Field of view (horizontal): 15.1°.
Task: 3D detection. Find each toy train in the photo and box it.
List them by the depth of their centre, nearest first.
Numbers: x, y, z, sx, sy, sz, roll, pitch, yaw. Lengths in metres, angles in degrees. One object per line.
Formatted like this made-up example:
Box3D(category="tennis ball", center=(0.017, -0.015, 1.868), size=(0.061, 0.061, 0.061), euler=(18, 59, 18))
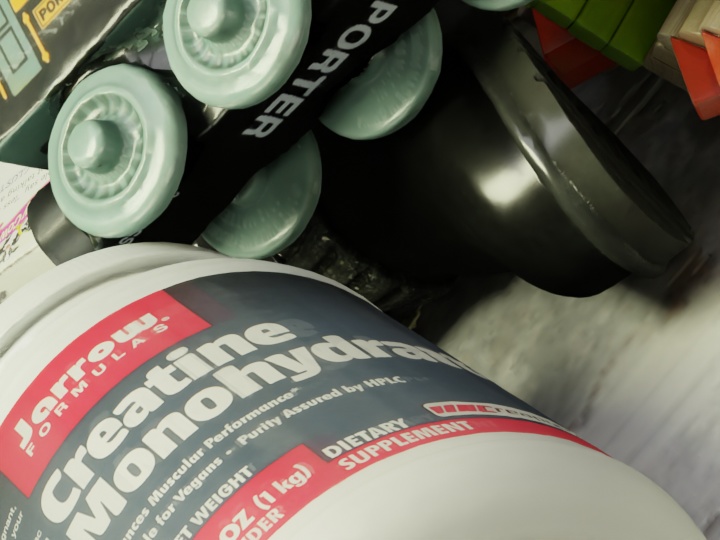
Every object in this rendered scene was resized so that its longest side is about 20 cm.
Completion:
Box3D(category="toy train", center=(-0.029, -0.087, 0.717), size=(0.200, 0.085, 0.114), euler=(-44, 62, 26))

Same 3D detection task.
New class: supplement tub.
Box3D(category="supplement tub", center=(-0.016, 0.078, 0.638), size=(0.140, 0.140, 0.200), euler=(-55, 33, -3))

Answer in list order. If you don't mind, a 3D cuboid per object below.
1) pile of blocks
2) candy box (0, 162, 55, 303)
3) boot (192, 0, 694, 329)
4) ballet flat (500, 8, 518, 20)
Box3D(category="pile of blocks", center=(0.089, -0.077, 0.737), size=(0.200, 0.082, 0.062), euler=(8, 64, 60))
Box3D(category="candy box", center=(-0.083, -0.054, 0.995), size=(0.168, 0.072, 0.200), euler=(-33, 33, 34))
Box3D(category="boot", center=(0.002, 0.001, 0.783), size=(0.158, 0.079, 0.211), euler=(-46, 19, 2))
Box3D(category="ballet flat", center=(0.060, -0.136, 0.895), size=(0.200, 0.071, 0.065), euler=(-39, 3, 21))
